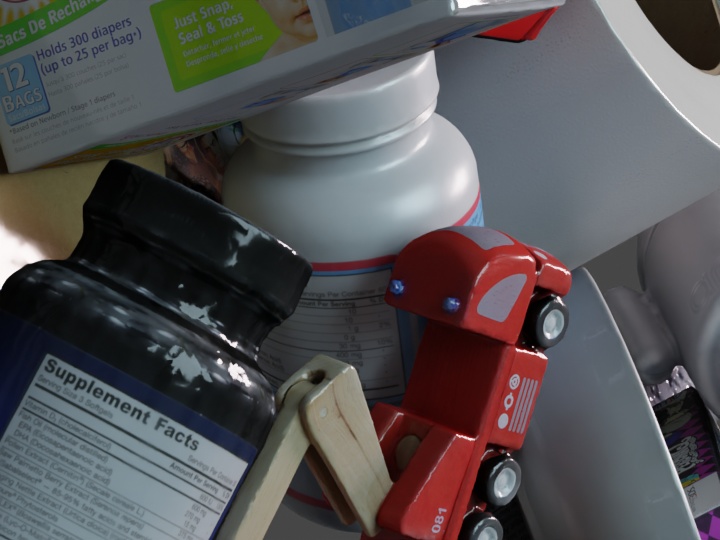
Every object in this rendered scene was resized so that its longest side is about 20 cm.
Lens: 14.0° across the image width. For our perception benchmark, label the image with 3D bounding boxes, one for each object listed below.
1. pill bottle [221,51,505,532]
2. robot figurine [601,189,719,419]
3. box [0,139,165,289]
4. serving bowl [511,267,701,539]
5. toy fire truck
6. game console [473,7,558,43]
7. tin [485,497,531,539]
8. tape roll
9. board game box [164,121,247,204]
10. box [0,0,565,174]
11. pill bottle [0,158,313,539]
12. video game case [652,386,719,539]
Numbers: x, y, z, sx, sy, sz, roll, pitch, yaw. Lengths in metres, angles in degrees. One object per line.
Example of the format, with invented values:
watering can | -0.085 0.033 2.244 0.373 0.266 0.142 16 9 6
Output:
pill bottle | 0.000 0.000 1.225 0.109 0.108 0.201 -48 138 -51
robot figurine | 0.208 0.009 1.503 0.200 0.169 0.113 -113 -173 -59
box | -0.140 -0.050 1.117 0.200 0.021 0.164 21 59 -53
serving bowl | 0.104 0.102 1.305 0.200 0.066 0.201 -20 90 -90
toy fire truck | 0.001 0.073 1.131 0.141 0.049 0.201 17 91 -49
game console | -0.023 -0.157 1.242 0.200 0.031 0.177 34 15 24
tin | 0.043 0.071 1.369 0.112 0.042 0.201 -26 96 -50
tape roll | 0.092 -0.109 1.398 0.203 0.139 0.203 40 34 -35
board game box | -0.091 -0.051 1.248 0.136 0.035 0.200 58 38 -18
box | -0.044 -0.118 1.090 0.101 0.199 0.113 -15 87 -62
pill bottle | -0.099 0.068 1.050 0.112 0.112 0.201 33 81 -40
video game case | 0.206 0.174 1.471 0.201 0.036 0.181 62 8 -13
